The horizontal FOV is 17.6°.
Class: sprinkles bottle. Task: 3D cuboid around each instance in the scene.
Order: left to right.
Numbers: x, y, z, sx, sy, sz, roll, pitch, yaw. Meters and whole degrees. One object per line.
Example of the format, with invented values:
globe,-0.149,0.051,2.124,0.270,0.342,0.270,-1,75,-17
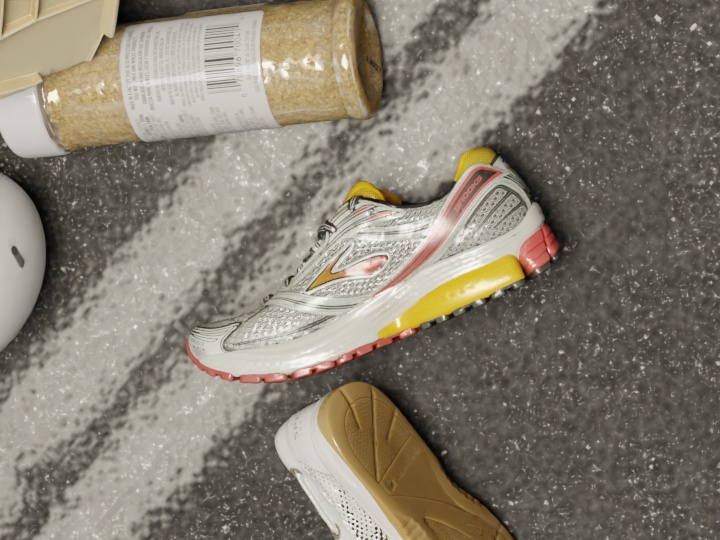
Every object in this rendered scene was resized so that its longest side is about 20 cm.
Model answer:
sprinkles bottle,-0.091,-0.102,1.223,0.199,0.068,0.068,-5,100,15

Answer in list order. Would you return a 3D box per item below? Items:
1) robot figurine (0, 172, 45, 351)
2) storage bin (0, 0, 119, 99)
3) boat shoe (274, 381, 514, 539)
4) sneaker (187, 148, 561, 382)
robot figurine,-0.268,-0.019,1.253,0.200,0.150,0.125,23,93,9
storage bin,-0.199,-0.215,1.135,0.094,0.199,0.200,-23,68,-23
boat shoe,0.028,0.150,1.250,0.069,0.071,0.200,-26,103,43
sneaker,0.000,0.000,1.216,0.200,0.078,0.082,-25,90,7
